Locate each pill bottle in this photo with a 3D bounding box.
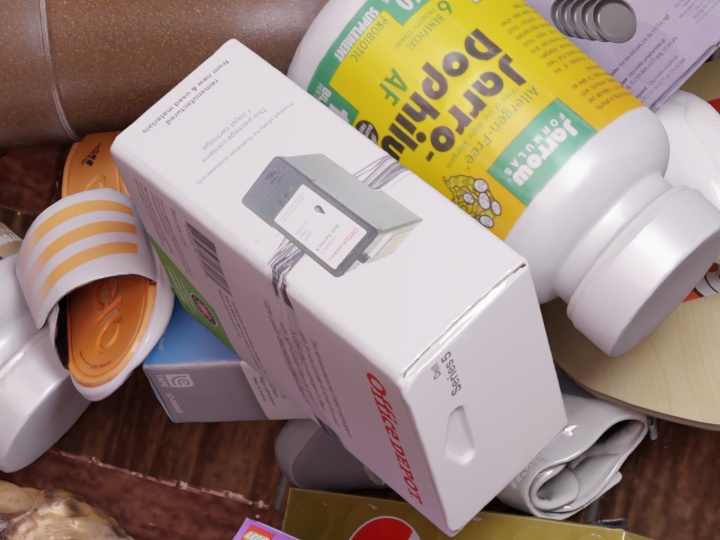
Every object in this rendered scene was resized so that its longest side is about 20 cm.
[{"bbox_3d":[0.071,-0.055,1.380,0.200,0.113,0.113,43,98,14],"label":"pill bottle"},{"bbox_3d":[-0.231,0.011,1.567,0.200,0.111,0.111,41,98,12],"label":"pill bottle"}]

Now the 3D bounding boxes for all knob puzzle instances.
[{"bbox_3d":[0.167,-0.006,1.486,0.220,0.030,0.220,-9,61,17],"label":"knob puzzle"}]

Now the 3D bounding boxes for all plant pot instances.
[{"bbox_3d":[-0.095,-0.154,1.508,0.198,0.200,0.200,0,88,6],"label":"plant pot"}]

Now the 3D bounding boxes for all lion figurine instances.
[{"bbox_3d":[-0.210,0.129,1.572,0.200,0.122,0.072,25,95,29],"label":"lion figurine"}]

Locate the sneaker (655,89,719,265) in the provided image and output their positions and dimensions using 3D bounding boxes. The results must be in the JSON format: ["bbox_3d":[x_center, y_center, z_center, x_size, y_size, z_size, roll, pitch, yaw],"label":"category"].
[{"bbox_3d":[0.112,-0.066,1.456,0.088,0.075,0.200,-22,55,-27],"label":"sneaker"}]

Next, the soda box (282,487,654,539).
[{"bbox_3d":[0.056,0.153,1.469,0.200,0.064,0.068,4,80,35],"label":"soda box"}]

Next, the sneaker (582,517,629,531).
[{"bbox_3d":[0.149,0.184,1.484,0.200,0.076,0.115,4,91,17],"label":"sneaker"}]

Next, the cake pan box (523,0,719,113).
[{"bbox_3d":[0.117,-0.187,1.349,0.184,0.200,0.052,40,54,0],"label":"cake pan box"}]

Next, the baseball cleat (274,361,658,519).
[{"bbox_3d":[0.051,0.086,1.499,0.200,0.070,0.106,-20,40,13],"label":"baseball cleat"}]

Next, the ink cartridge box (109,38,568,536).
[{"bbox_3d":[-0.007,0.008,1.373,0.084,0.146,0.200,-42,58,-15],"label":"ink cartridge box"}]

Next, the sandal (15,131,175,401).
[{"bbox_3d":[-0.145,-0.016,1.516,0.079,0.059,0.207,-46,33,24],"label":"sandal"}]

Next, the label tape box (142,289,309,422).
[{"bbox_3d":[0.000,0.000,1.505,0.200,0.066,0.143,-1,57,12],"label":"label tape box"}]

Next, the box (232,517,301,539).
[{"bbox_3d":[-0.009,0.220,1.475,0.137,0.200,0.039,22,49,13],"label":"box"}]
